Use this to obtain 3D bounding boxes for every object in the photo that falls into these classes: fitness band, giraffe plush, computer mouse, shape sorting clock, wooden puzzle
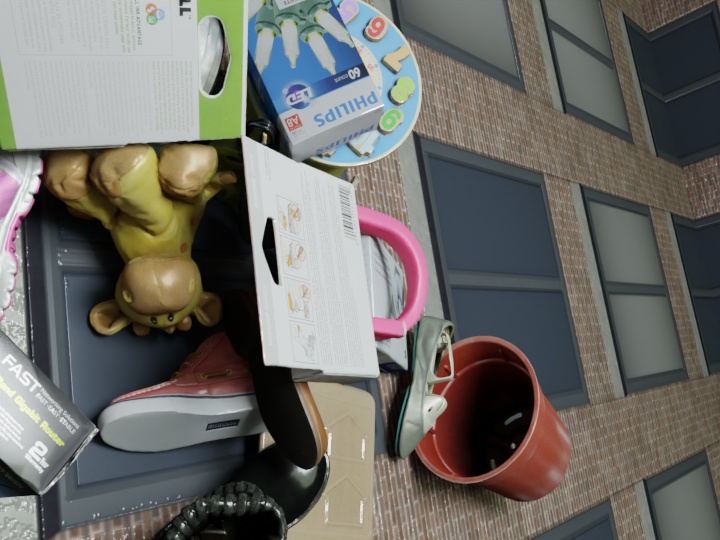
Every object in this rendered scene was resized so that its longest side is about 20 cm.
[{"bbox_3d":[0.000,0.000,0.782,0.196,0.037,0.148,14,67,-36],"label":"fitness band"},{"bbox_3d":[-0.203,-0.021,0.677,0.200,0.167,0.168,25,63,-82],"label":"giraffe plush"},{"bbox_3d":[-0.105,-0.079,0.726,0.057,0.202,0.035,20,58,7],"label":"computer mouse"},{"bbox_3d":[-0.026,-0.207,0.745,0.194,0.039,0.207,3,78,-13],"label":"shape sorting clock"},{"bbox_3d":[-0.055,0.225,0.817,0.183,0.046,0.206,24,54,-42],"label":"wooden puzzle"}]

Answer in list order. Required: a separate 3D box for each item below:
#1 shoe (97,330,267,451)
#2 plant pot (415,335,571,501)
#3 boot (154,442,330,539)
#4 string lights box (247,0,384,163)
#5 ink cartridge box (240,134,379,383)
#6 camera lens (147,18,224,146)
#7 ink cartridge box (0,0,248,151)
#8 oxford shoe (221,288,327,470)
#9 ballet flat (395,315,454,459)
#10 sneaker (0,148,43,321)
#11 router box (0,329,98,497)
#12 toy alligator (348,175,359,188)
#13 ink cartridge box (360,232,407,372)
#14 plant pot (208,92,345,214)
[{"bbox_3d":[-0.169,0.119,0.710,0.195,0.072,0.092,1,48,-34],"label":"shoe"},{"bbox_3d":[0.201,0.230,1.009,0.195,0.196,0.206,40,49,-42],"label":"plant pot"},{"bbox_3d":[-0.093,0.216,0.645,0.209,0.158,0.080,-32,81,-32],"label":"boot"},{"bbox_3d":[-0.065,-0.219,0.690,0.101,0.059,0.204,-24,81,-12],"label":"string lights box"},{"bbox_3d":[-0.056,-0.002,0.653,0.174,0.044,0.206,16,61,-54],"label":"ink cartridge box"},{"bbox_3d":[-0.242,-0.227,0.673,0.197,0.158,0.165,23,60,-41],"label":"camera lens"},{"bbox_3d":[-0.193,-0.183,0.563,0.194,0.151,0.076,-6,37,-19],"label":"ink cartridge box"},{"bbox_3d":[-0.071,0.098,0.696,0.070,0.072,0.203,1,50,-41],"label":"oxford shoe"},{"bbox_3d":[0.093,0.159,0.962,0.068,0.062,0.205,62,37,-60],"label":"ballet flat"},{"bbox_3d":[-0.324,-0.052,0.575,0.087,0.080,0.206,22,59,-42],"label":"sneaker"},{"bbox_3d":[-0.303,0.075,0.500,0.202,0.148,0.063,53,44,-20],"label":"router box"},{"bbox_3d":[-0.030,-0.046,0.929,0.055,0.058,0.202,50,44,-23],"label":"toy alligator"},{"bbox_3d":[0.022,0.018,0.914,0.200,0.039,0.206,45,39,-70],"label":"ink cartridge box"},{"bbox_3d":[-0.087,-0.155,0.825,0.201,0.198,0.187,46,58,-27],"label":"plant pot"}]
